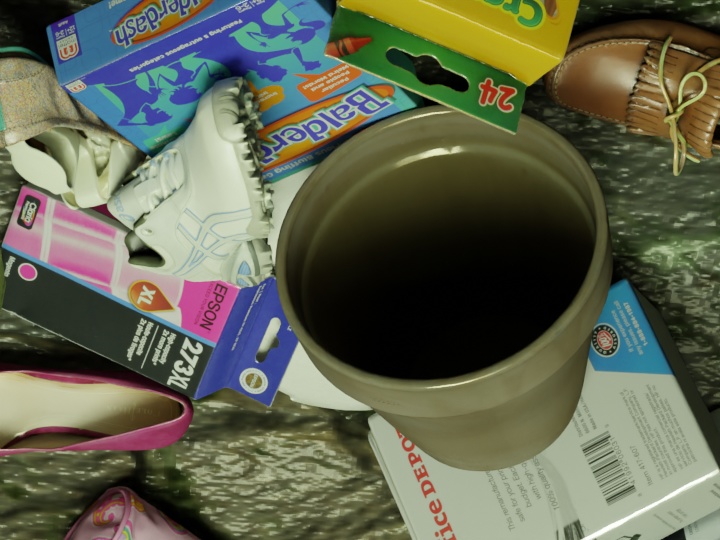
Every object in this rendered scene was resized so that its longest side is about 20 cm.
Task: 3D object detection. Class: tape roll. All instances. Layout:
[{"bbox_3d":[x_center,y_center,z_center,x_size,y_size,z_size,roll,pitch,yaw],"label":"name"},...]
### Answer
[{"bbox_3d":[0.000,0.000,1.565,0.202,0.037,0.204,-1,121,-2],"label":"tape roll"}]

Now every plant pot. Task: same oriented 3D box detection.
[{"bbox_3d":[0.064,0.031,1.463,0.199,0.201,0.174,-14,142,6],"label":"plant pot"}]

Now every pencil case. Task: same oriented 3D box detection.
[{"bbox_3d":[-0.119,0.236,1.677,0.087,0.088,0.200,-38,115,19],"label":"pencil case"}]

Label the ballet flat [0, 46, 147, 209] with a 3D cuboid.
[{"bbox_3d":[-0.174,-0.074,1.432,0.068,0.068,0.200,-17,164,20],"label":"ballet flat"}]

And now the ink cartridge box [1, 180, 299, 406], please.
[{"bbox_3d":[-0.135,0.017,1.541,0.199,0.037,0.095,24,121,-1],"label":"ink cartridge box"}]

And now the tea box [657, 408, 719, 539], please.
[{"bbox_3d":[0.199,0.232,1.619,0.196,0.200,0.134,-27,120,13],"label":"tea box"}]

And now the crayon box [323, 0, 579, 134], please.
[{"bbox_3d":[0.067,-0.192,1.364,0.126,0.201,0.051,20,161,-15],"label":"crayon box"}]

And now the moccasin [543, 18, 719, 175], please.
[{"bbox_3d":[0.211,-0.102,1.486,0.200,0.078,0.074,15,120,-11],"label":"moccasin"}]

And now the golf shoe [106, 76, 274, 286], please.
[{"bbox_3d":[-0.100,-0.043,1.413,0.097,0.079,0.200,-5,153,-6],"label":"golf shoe"}]

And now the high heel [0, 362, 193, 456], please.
[{"bbox_3d":[-0.209,0.091,1.562,0.199,0.096,0.068,8,79,-15],"label":"high heel"}]

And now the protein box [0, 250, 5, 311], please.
[{"bbox_3d":[-0.301,-0.036,1.276,0.197,0.135,0.201,-3,123,0],"label":"protein box"}]

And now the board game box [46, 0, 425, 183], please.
[{"bbox_3d":[-0.068,-0.115,1.416,0.151,0.045,0.200,-23,154,16],"label":"board game box"}]

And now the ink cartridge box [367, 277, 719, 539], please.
[{"bbox_3d":[0.125,0.121,1.568,0.199,0.147,0.084,-29,157,13],"label":"ink cartridge box"}]
